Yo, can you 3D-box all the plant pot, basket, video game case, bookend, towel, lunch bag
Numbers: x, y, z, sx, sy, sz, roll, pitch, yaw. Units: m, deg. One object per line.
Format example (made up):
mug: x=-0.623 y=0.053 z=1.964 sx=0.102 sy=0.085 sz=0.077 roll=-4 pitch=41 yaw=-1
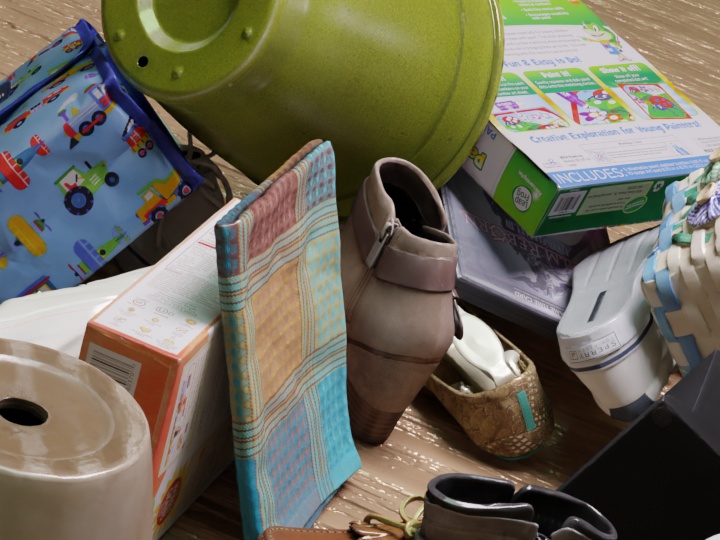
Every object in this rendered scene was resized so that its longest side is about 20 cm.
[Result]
plant pot: x=-0.170 y=0.132 z=1.277 sx=0.199 sy=0.174 sz=0.200 roll=15 pitch=25 yaw=-7
basket: x=0.268 y=-0.014 z=1.622 sx=0.199 sy=0.139 sz=0.176 roll=-15 pitch=24 yaw=21
video game case: x=0.100 y=-0.036 z=1.778 sx=0.143 sy=0.019 sz=0.200 roll=24 pitch=36 yaw=-28
bookend: x=0.221 y=0.125 z=1.538 sx=0.200 sy=0.092 sz=0.199 roll=43 pitch=27 yaw=-5
towel: x=-0.036 y=0.046 z=1.505 sx=0.022 sy=0.201 sz=0.147 roll=3 pitch=22 yaw=19
lunch bag: x=-0.198 y=-0.070 z=1.688 sx=0.094 sy=0.150 sz=0.200 roll=51 pitch=1 yaw=-28
plant pot: x=-0.049 y=-0.143 z=1.670 sx=0.200 sy=0.201 sz=0.193 roll=35 pitch=10 yaw=33

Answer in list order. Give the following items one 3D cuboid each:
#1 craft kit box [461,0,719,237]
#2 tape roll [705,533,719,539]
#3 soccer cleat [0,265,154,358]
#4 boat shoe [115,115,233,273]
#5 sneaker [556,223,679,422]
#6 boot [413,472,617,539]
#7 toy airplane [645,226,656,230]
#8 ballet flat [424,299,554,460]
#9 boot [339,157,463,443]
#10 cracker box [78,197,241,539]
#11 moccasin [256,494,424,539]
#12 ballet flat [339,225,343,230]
craft kit box: x=0.121 y=-0.104 z=1.788 sx=0.200 sy=0.049 sz=0.198 roll=-7 pitch=46 yaw=-44
tape roll: x=0.225 y=0.235 z=1.358 sx=0.202 sy=0.139 sz=0.203 roll=13 pitch=27 yaw=-7
soccer cleat: x=-0.165 y=0.034 z=1.596 sx=0.077 sy=0.069 sz=0.200 roll=26 pitch=30 yaw=23
boat shoe: x=-0.115 y=-0.051 z=1.768 sx=0.074 sy=0.086 sz=0.202 roll=4 pitch=29 yaw=-26
sneaker: x=0.164 y=0.031 z=1.706 sx=0.073 sy=0.071 sz=0.200 roll=-16 pitch=16 yaw=26
boot: x=0.019 y=0.157 z=1.391 sx=0.199 sy=0.132 sz=0.070 roll=2 pitch=30 yaw=-29
toy airplane: x=0.288 y=0.024 z=1.809 sx=0.199 sy=0.141 sz=0.200 roll=1 pitch=30 yaw=-32
ballet flat: x=0.050 y=0.036 z=1.712 sx=0.070 sy=0.065 sz=0.200 roll=-29 pitch=45 yaw=-22
boot: x=0.000 y=0.000 z=1.671 sx=0.070 sy=0.147 sz=0.200 roll=-1 pitch=31 yaw=-32
cracker box: x=-0.096 y=0.058 z=1.511 sx=0.058 sy=0.134 sz=0.200 roll=22 pitch=26 yaw=13
moccasin: x=0.042 y=0.155 z=1.471 sx=0.201 sy=0.078 sz=0.074 roll=11 pitch=27 yaw=-14
ballet flat: x=0.046 y=-0.027 z=1.822 sx=0.199 sy=0.071 sz=0.065 roll=18 pitch=20 yaw=3
